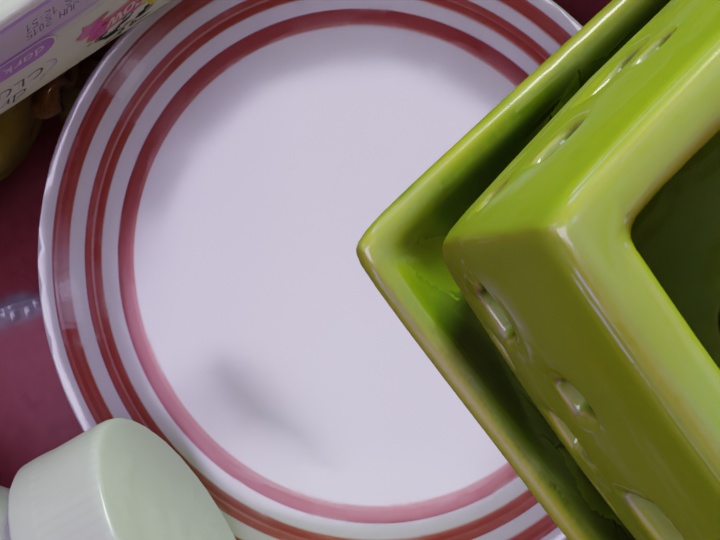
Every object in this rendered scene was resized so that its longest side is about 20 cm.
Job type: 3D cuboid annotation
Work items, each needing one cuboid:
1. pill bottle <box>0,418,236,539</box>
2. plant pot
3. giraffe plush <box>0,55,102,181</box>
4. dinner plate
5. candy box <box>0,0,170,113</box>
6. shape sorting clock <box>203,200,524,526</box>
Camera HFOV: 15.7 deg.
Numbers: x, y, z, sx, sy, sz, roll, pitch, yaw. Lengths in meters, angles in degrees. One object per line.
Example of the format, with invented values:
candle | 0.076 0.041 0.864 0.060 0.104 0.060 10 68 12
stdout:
pill bottle | -0.132 0.130 0.769 0.199 0.110 0.110 -30 82 14
plant pot | 0.130 0.004 0.662 0.200 0.181 0.199 -43 104 -18
giraffe plush | -0.168 -0.072 0.829 0.162 0.173 0.201 29 120 5
dinner plate | 0.000 0.000 0.780 0.199 0.024 0.201 2 100 13
candy box | -0.140 -0.140 0.724 0.167 0.072 0.200 -36 80 -18
shape sorting clock | 0.026 0.065 0.818 0.199 0.039 0.201 3 101 15
